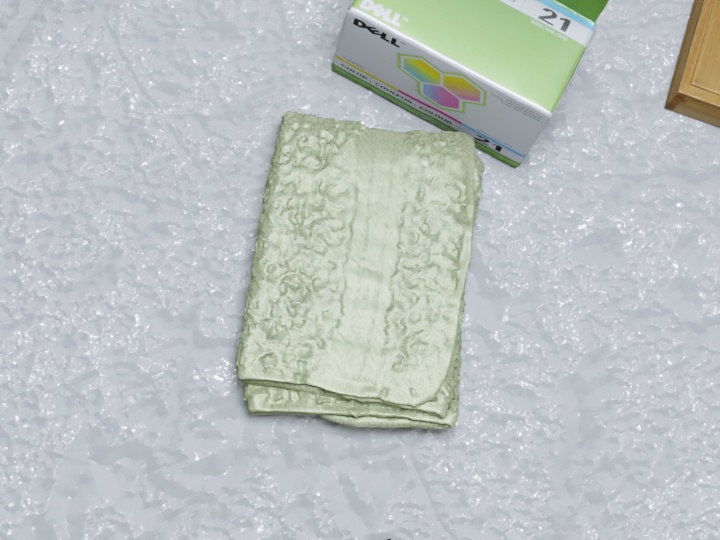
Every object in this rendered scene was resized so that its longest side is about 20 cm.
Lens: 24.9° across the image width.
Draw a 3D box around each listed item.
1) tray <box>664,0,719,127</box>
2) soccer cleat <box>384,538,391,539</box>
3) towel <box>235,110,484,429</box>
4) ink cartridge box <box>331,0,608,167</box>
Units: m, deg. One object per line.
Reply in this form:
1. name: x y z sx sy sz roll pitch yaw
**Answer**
1. tray: 0.285 -0.192 1.129 0.098 0.037 0.201 19 74 -2
2. soccer cleat: -0.041 0.229 0.977 0.199 0.068 0.082 -18 92 -11
3. towel: 0.000 0.000 1.049 0.147 0.037 0.202 7 77 -4
4. ink cartridge box: 0.069 -0.157 1.009 0.147 0.200 0.076 28 75 1
